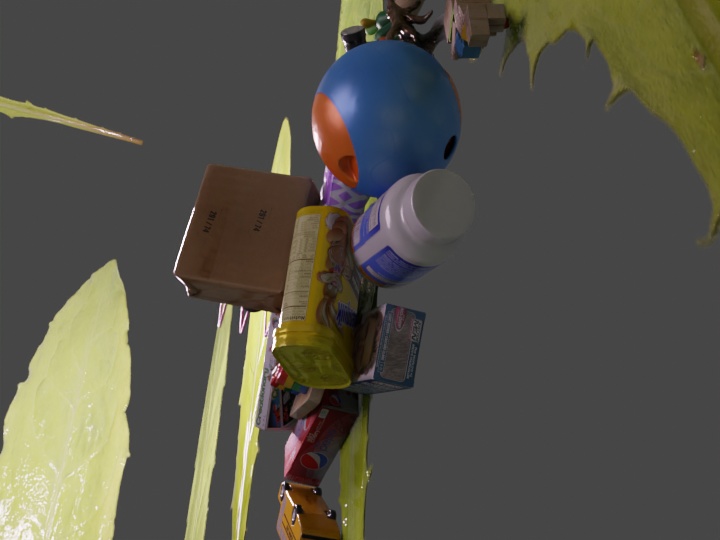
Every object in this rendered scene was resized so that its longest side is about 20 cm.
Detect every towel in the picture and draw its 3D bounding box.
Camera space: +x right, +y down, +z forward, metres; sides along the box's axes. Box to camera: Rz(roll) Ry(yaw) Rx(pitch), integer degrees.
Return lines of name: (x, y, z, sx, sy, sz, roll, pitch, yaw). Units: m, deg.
towel: (0.000, 0.000, 1.405, 0.148, 0.036, 0.204, 142, 139, -68)

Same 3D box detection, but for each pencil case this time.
pencil case: (-0.028, -0.151, 1.354, 0.083, 0.084, 0.204, 20, 106, 50)

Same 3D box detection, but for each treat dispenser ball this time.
treat dispenser ball: (0.035, -0.197, 1.132, 0.201, 0.197, 0.205, -166, 90, -75)

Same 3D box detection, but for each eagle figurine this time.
eagle figurine: (0.070, -0.302, 1.303, 0.152, 0.150, 0.202, -42, -41, -26)

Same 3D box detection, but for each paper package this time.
paper package: (-0.176, -0.051, 1.363, 0.104, 0.187, 0.203, 78, -157, -68)

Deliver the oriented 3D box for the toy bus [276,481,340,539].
toy bus: (-0.083, 0.386, 1.312, 0.200, 0.064, 0.080, -165, 87, -75)

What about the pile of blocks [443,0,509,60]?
pile of blocks: (0.150, -0.305, 1.089, 0.201, 0.061, 0.083, -98, 7, -63)

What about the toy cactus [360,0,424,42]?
toy cactus: (0.062, -0.411, 1.488, 0.166, 0.102, 0.201, -51, 20, 18)

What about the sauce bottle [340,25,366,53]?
sauce bottle: (0.009, -0.297, 1.417, 0.065, 0.063, 0.203, -102, -1, -59)

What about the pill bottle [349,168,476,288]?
pill bottle: (0.065, -0.052, 1.060, 0.200, 0.110, 0.114, 144, 138, -67)

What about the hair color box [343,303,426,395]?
hair color box: (0.020, 0.111, 1.178, 0.200, 0.059, 0.102, 149, 134, -69)

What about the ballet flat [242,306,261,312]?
ballet flat: (-0.135, -0.011, 1.437, 0.202, 0.072, 0.073, -63, 10, -18)

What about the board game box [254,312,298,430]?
board game box: (-0.103, 0.162, 1.433, 0.034, 0.125, 0.204, 9, 90, 48)

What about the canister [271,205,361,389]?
canister: (-0.050, 0.035, 1.145, 0.149, 0.085, 0.203, 63, -150, -59)

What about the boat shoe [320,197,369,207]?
boat shoe: (-0.041, -0.102, 1.449, 0.202, 0.071, 0.071, -60, 12, -1)

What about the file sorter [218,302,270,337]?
file sorter: (-0.173, 0.053, 1.695, 0.140, 0.196, 0.127, -94, 21, -50)

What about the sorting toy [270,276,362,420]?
sorting toy: (-0.076, 0.106, 1.299, 0.199, 0.069, 0.203, 127, 163, -69)

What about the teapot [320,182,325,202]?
teapot: (-0.123, -0.041, 1.554, 0.196, 0.146, 0.201, -9, 40, 49)

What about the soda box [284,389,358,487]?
soda box: (-0.064, 0.253, 1.361, 0.071, 0.062, 0.202, -93, 22, -48)
